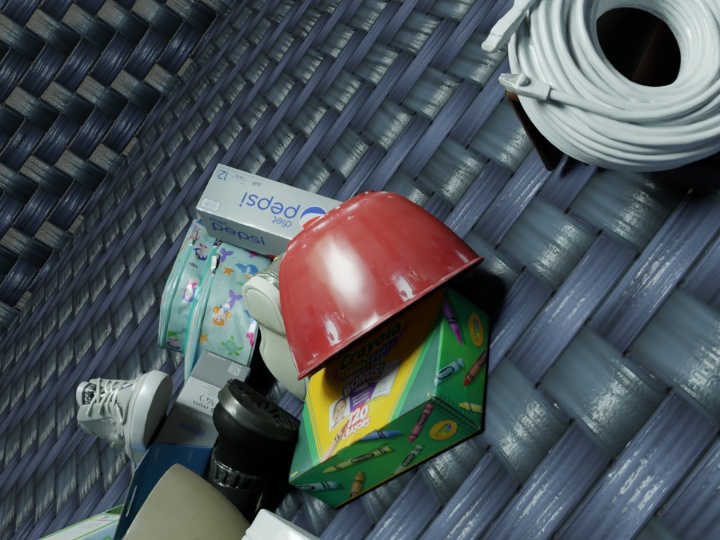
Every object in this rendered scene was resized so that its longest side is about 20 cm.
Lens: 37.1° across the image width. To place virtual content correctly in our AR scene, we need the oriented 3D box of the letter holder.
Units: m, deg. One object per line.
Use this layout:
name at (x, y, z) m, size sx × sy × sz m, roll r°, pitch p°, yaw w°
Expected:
letter holder at (0.224, -0.188, 0.919) m, size 0.100 × 0.142 × 0.202 m, roll 18°, pitch 74°, yaw 32°

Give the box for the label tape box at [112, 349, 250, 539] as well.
label tape box at (-0.190, 0.204, 1.144) m, size 0.201 × 0.062 × 0.145 m, roll -69°, pitch 1°, yaw -55°

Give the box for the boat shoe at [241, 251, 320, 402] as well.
boat shoe at (-0.067, 0.062, 1.088) m, size 0.071 × 0.203 × 0.060 m, roll 27°, pitch 60°, yaw 26°

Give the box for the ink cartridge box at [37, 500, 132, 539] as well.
ink cartridge box at (-0.283, 0.323, 1.138) m, size 0.059 × 0.199 × 0.106 m, roll -6°, pitch 93°, yaw 31°

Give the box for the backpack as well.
backpack at (-0.163, 0.048, 1.283) m, size 0.179 × 0.148 × 0.202 m, roll 111°, pitch 166°, yaw -50°

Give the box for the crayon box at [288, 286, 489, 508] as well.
crayon box at (0.025, 0.115, 0.947) m, size 0.199 × 0.058 × 0.120 m, roll -37°, pitch 30°, yaw 39°

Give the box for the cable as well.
cable at (0.208, -0.168, 0.792) m, size 0.201 × 0.198 × 0.069 m, roll -56°, pitch -6°, yaw -14°

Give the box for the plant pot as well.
plant pot at (-0.143, 0.288, 0.924) m, size 0.200 × 0.133 × 0.203 m, roll 24°, pitch -90°, yaw -87°

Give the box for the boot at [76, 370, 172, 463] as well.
boot at (-0.250, 0.143, 1.100) m, size 0.201 × 0.094 × 0.074 m, roll 114°, pitch 179°, yaw -60°

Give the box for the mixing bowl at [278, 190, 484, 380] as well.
mixing bowl at (0.000, 0.000, 0.961) m, size 0.199 × 0.109 × 0.200 m, roll -33°, pitch -4°, yaw -3°

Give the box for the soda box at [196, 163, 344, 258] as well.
soda box at (-0.079, -0.050, 1.198) m, size 0.069 × 0.197 × 0.064 m, roll 79°, pitch -148°, yaw -63°

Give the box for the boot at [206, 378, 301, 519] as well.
boot at (-0.124, 0.198, 1.037) m, size 0.159 × 0.079 × 0.211 m, roll -56°, pitch -14°, yaw -7°

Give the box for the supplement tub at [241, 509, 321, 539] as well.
supplement tub at (-0.069, 0.300, 0.803) m, size 0.202 × 0.131 × 0.132 m, roll -60°, pitch 24°, yaw -11°
